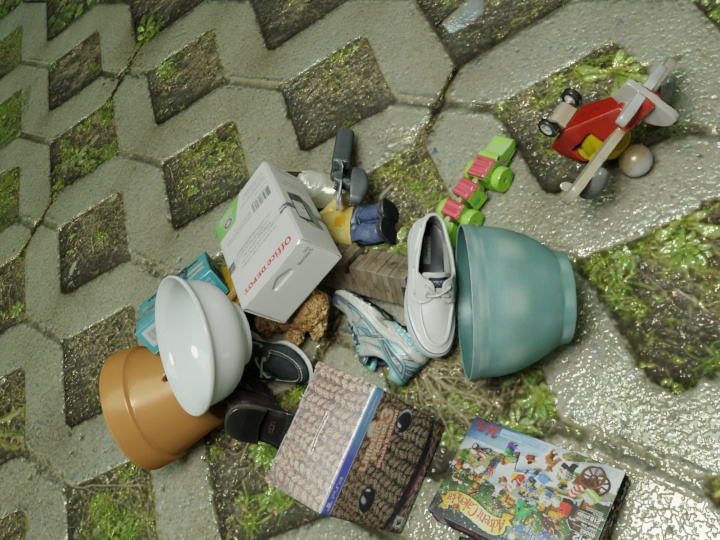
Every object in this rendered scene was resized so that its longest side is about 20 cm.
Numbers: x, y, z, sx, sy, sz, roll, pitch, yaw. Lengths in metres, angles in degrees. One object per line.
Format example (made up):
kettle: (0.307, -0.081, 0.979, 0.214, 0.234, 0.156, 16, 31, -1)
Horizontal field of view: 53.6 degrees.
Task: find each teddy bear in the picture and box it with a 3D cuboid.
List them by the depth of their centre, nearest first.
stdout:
teddy bear: (-0.110, 0.056, 1.149, 0.200, 0.066, 0.146, -30, 64, 50)

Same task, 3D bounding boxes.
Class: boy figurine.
boy figurine: (-0.035, -0.078, 1.194, 0.199, 0.064, 0.125, -2, 70, 30)

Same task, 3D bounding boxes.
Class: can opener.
can opener: (-0.017, -0.172, 1.211, 0.066, 0.054, 0.201, 7, 41, -2)

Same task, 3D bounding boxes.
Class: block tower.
block tower: (0.000, 0.000, 1.113, 0.199, 0.058, 0.054, 12, 44, 33)

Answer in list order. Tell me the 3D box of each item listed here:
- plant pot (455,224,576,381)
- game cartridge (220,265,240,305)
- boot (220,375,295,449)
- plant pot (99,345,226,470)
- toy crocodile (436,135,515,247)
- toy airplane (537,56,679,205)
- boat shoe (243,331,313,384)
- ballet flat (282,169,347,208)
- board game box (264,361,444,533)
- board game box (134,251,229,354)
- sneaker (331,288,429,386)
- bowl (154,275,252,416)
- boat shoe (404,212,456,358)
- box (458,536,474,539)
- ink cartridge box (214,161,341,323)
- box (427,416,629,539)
plant pot: (0.198, 0.038, 0.913, 0.133, 0.201, 0.201, -2, 62, 3)
game cartridge: (-0.241, 0.044, 1.211, 0.200, 0.032, 0.177, -28, 23, 41)
boot: (-0.132, 0.213, 1.081, 0.070, 0.199, 0.174, -64, 18, 3)
plant pot: (-0.302, 0.200, 1.151, 0.139, 0.200, 0.201, -24, 55, 9)
toy crocodile: (0.169, -0.120, 1.079, 0.067, 0.062, 0.200, 31, 85, 40)
toy airplane: (0.347, -0.184, 0.944, 0.200, 0.141, 0.199, -37, 18, 29)
boat shoe: (-0.159, 0.147, 1.145, 0.199, 0.060, 0.076, 8, 112, 44)
ballet flat: (-0.109, -0.154, 1.280, 0.199, 0.069, 0.070, 8, 71, 36)
board game box: (0.000, 0.233, 0.920, 0.097, 0.200, 0.160, 16, 77, 38)
board game box: (-0.296, 0.047, 1.182, 0.151, 0.047, 0.200, -40, 17, -5)
sneaker: (0.013, 0.097, 1.063, 0.200, 0.078, 0.087, 35, 92, 40)
bowl: (-0.216, 0.100, 1.020, 0.201, 0.090, 0.202, 20, 115, 52)
boat shoe: (0.097, 0.019, 0.988, 0.073, 0.065, 0.201, -5, 76, -10)
box: (0.159, 0.428, 0.821, 0.142, 0.036, 0.201, 3, 69, 35)
ink cartridge box: (-0.131, -0.043, 1.076, 0.146, 0.084, 0.200, -48, 43, 20)
box: (0.198, 0.271, 0.851, 0.199, 0.038, 0.137, 13, 58, 38)
